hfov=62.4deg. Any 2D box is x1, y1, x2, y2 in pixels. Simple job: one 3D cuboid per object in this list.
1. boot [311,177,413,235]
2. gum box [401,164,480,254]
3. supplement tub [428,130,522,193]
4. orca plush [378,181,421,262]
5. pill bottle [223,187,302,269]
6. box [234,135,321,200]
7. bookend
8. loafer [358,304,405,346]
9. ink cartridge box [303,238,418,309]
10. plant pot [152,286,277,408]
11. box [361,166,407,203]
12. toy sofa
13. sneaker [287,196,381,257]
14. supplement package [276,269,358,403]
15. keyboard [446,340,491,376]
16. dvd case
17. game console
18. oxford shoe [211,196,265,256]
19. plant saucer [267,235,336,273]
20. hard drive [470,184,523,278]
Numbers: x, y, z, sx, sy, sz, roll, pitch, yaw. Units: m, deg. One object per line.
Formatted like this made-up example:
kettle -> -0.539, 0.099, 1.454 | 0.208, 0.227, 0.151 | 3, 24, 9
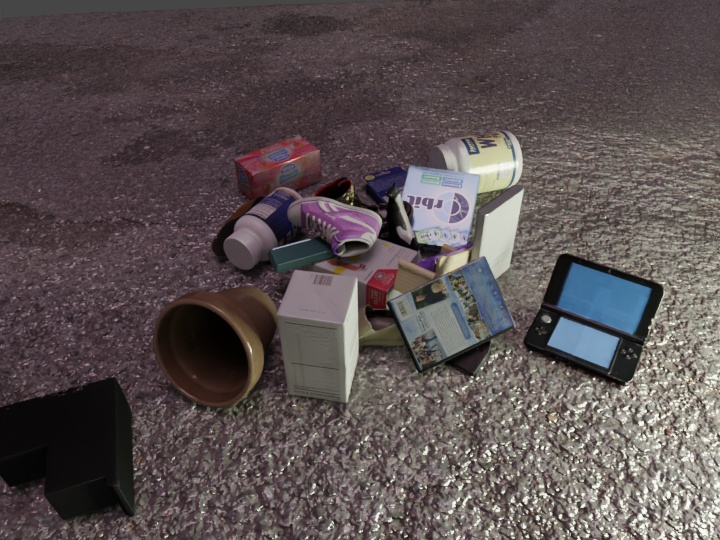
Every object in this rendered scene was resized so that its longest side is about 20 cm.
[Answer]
boot -> 0.003, -0.138, 1.300 | 0.198, 0.151, 0.074 | -13, 52, 20
gum box -> 0.174, -0.137, 1.361 | 0.168, 0.045, 0.201 | 9, 66, 12
supplement tub -> 0.285, -0.265, 1.487 | 0.198, 0.146, 0.145 | -12, 42, -13
orca plush -> 0.072, -0.078, 1.246 | 0.071, 0.201, 0.106 | -21, 40, -3
pill bottle -> -0.209, -0.091, 1.320 | 0.110, 0.112, 0.200 | 20, 45, 23
box -> -0.209, -0.258, 1.527 | 0.199, 0.095, 0.103 | -26, 47, -26
bookend -> -0.455, 0.289, 0.898 | 0.197, 0.093, 0.201 | -14, 44, -13
loafer -> 0.001, 0.102, 1.121 | 0.198, 0.069, 0.076 | -5, 40, 1
ink cartridge box -> 0.000, 0.000, 1.231 | 0.199, 0.084, 0.145 | 19, 44, 23
plant pot -> -0.232, 0.113, 1.050 | 0.199, 0.202, 0.175 | 14, 23, 17
box -> 0.097, -0.192, 1.492 | 0.120, 0.033, 0.200 | -19, 45, -20
toy sofa -> 0.155, -0.011, 1.182 | 0.082, 0.098, 0.199 | 24, 24, 28
sneaker -> -0.065, -0.084, 1.188 | 0.199, 0.073, 0.115 | 8, 44, 13
supplement package -> -0.067, 0.114, 1.010 | 0.113, 0.201, 0.110 | 7, 42, 8
keyboard -> 0.162, 0.119, 1.140 | 0.199, 0.040, 0.104 | 32, 73, 31
dvd case -> 0.165, 0.080, 1.076 | 0.199, 0.144, 0.018 | -25, 3, -4
game console -> 0.429, 0.086, 1.097 | 0.199, 0.119, 0.172 | 21, 45, 24
oxford shoe -> -0.286, -0.096, 1.378 | 0.071, 0.072, 0.200 | -8, 32, 37
plant saucer -> -0.087, -0.046, 1.210 | 0.198, 0.019, 0.070 | -15, 42, -16
hard drive -> 0.272, -0.060, 1.206 | 0.026, 0.201, 0.132 | 31, 50, 34
